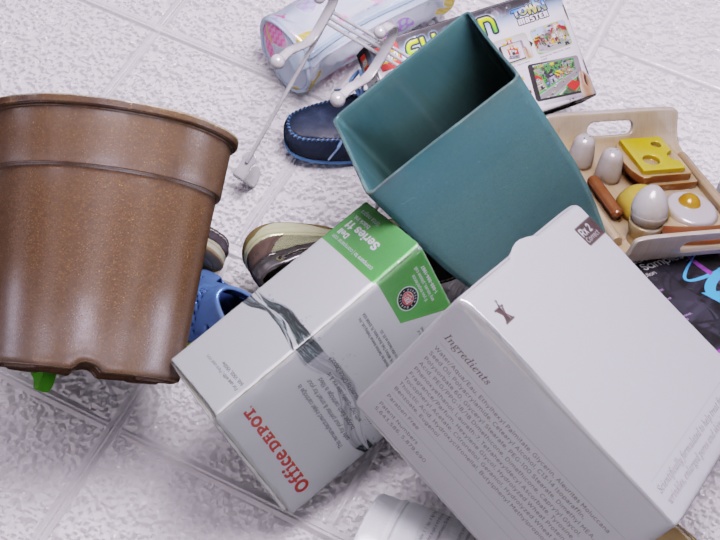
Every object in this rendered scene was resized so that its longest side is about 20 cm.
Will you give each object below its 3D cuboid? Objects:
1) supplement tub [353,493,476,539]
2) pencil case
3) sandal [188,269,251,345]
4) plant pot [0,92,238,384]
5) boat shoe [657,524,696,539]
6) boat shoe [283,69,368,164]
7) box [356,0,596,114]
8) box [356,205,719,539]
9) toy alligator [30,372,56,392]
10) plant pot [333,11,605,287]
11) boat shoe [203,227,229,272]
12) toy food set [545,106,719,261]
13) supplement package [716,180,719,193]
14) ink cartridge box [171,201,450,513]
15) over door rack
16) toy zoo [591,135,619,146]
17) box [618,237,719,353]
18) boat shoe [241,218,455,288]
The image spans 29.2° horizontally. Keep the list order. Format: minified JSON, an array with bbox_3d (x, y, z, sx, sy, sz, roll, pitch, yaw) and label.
[{"bbox_3d":[0.083,0.255,0.992,0.199,0.132,0.132,21,58,11],"label":"supplement tub"},{"bbox_3d":[-0.001,-0.250,1.354,0.199,0.083,0.091,-32,41,-20],"label":"pencil case"},{"bbox_3d":[-0.113,0.036,1.157,0.199,0.087,0.080,24,60,15],"label":"sandal"},{"bbox_3d":[-0.206,-0.017,1.078,0.199,0.200,0.200,6,83,2],"label":"plant pot"},{"bbox_3d":[0.176,0.185,1.075,0.199,0.076,0.072,22,56,11],"label":"boat shoe"},{"bbox_3d":[0.023,-0.156,1.301,0.199,0.069,0.084,-15,58,-13],"label":"boat shoe"},{"bbox_3d":[0.108,-0.179,1.264,0.199,0.035,0.111,-19,89,-16],"label":"box"},{"bbox_3d":[0.141,0.090,0.969,0.200,0.131,0.199,47,37,6],"label":"box"},{"bbox_3d":[-0.272,0.009,1.177,0.054,0.059,0.201,-17,64,39],"label":"toy alligator"},{"bbox_3d":[0.102,-0.068,1.106,0.141,0.200,0.141,-37,31,9],"label":"plant pot"},{"bbox_3d":[-0.197,-0.062,1.228,0.199,0.072,0.065,23,63,19],"label":"boat shoe"},{"bbox_3d":[0.261,-0.083,1.219,0.143,0.061,0.200,-6,40,-17],"label":"toy food set"},{"bbox_3d":[0.432,-0.035,1.214,0.155,0.111,0.201,-14,58,-11],"label":"supplement package"},{"bbox_3d":[-0.026,0.070,1.071,0.200,0.147,0.083,-39,45,-10],"label":"ink cartridge box"},{"bbox_3d":[-0.019,-0.126,1.207,0.147,0.201,0.067,34,20,18],"label":"over door rack"},{"bbox_3d":[0.178,-0.044,1.262,0.130,0.021,0.201,7,56,2],"label":"toy zoo"},{"bbox_3d":[0.272,0.031,1.146,0.142,0.036,0.200,-16,39,-32],"label":"box"},{"bbox_3d":[0.000,0.000,1.180,0.199,0.074,0.065,-2,37,-11],"label":"boat shoe"}]
